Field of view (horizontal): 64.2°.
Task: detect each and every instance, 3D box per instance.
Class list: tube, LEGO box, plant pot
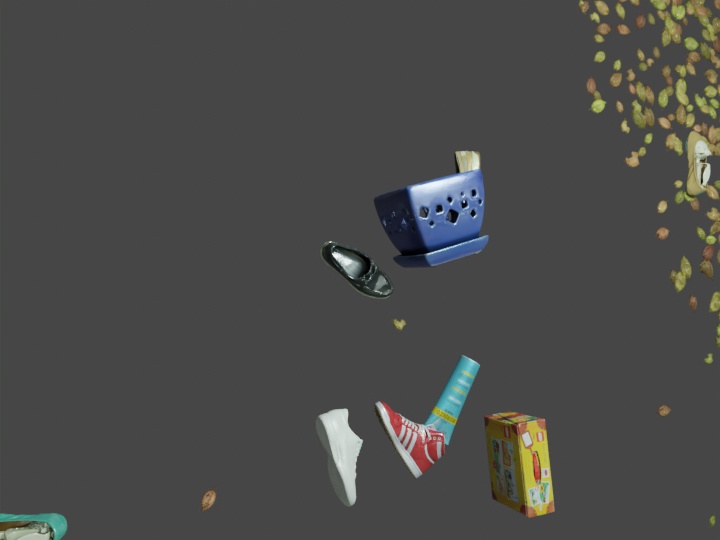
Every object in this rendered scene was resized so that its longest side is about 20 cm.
[{"bbox_3d":[0.218,0.303,1.361,0.077,0.050,0.202,28,82,-5],"label":"tube"},{"bbox_3d":[0.367,0.445,1.342,0.076,0.149,0.204,-4,86,-20],"label":"LEGO box"},{"bbox_3d":[0.165,-0.109,1.304,0.197,0.199,0.183,-16,96,-21],"label":"plant pot"}]

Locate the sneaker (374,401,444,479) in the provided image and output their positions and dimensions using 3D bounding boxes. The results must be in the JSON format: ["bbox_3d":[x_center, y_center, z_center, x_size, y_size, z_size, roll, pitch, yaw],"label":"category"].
[{"bbox_3d":[0.117,0.357,1.292,0.111,0.071,0.202,-32,103,-6],"label":"sneaker"}]

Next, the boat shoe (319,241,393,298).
[{"bbox_3d":[0.001,-0.002,1.297,0.199,0.066,0.075,39,73,-12],"label":"boat shoe"}]

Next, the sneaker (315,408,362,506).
[{"bbox_3d":[-0.029,0.402,1.248,0.087,0.075,0.204,-14,88,-32],"label":"sneaker"}]

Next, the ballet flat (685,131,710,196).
[{"bbox_3d":[1.007,-0.320,1.699,0.067,0.063,0.204,8,82,-19],"label":"ballet flat"}]

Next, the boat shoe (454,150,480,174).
[{"bbox_3d":[0.250,-0.196,1.416,0.075,0.072,0.204,5,75,-5],"label":"boat shoe"}]

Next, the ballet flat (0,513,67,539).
[{"bbox_3d":[-0.631,0.468,1.016,0.196,0.070,0.069,1,84,-20],"label":"ballet flat"}]
